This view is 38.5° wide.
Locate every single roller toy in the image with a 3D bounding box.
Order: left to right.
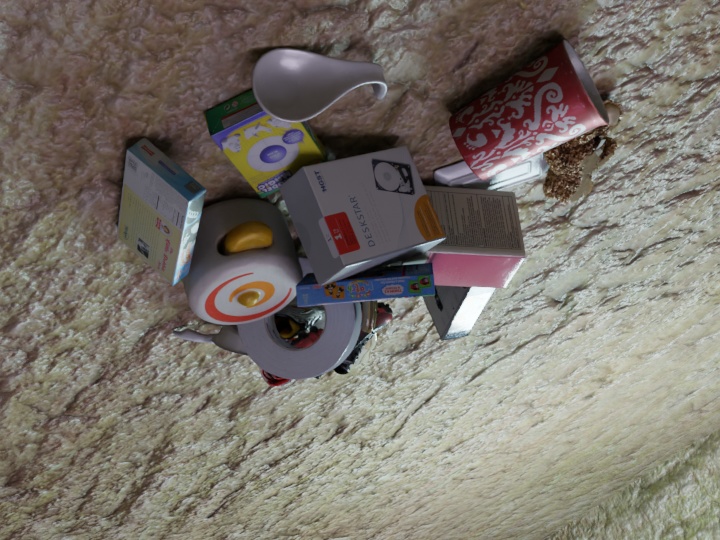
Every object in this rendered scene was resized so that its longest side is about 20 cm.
[{"bbox_3d":[-0.183,-0.008,1.578,0.200,0.140,0.182,-34,148,23],"label":"roller toy"}]

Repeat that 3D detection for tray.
[{"bbox_3d":[0.219,-0.157,1.689,0.199,0.022,0.108,-19,149,-2],"label":"tray"}]

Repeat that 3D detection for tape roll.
[{"bbox_3d":[-0.100,0.078,1.699,0.199,0.201,0.066,-25,175,9],"label":"tape roll"}]

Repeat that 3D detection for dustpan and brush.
[{"bbox_3d":[-0.230,0.119,1.818,0.199,0.140,0.058,19,101,-5],"label":"dustpan and brush"}]

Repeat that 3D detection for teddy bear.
[{"bbox_3d":[0.353,-0.198,1.667,0.145,0.067,0.200,-34,151,-13],"label":"teddy bear"}]

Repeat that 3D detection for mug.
[{"bbox_3d":[0.251,-0.210,1.502,0.199,0.134,0.178,-28,128,21],"label":"mug"}]

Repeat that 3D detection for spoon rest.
[{"bbox_3d":[-0.048,-0.243,1.332,0.199,0.100,0.061,-11,172,-31],"label":"spoon rest"}]

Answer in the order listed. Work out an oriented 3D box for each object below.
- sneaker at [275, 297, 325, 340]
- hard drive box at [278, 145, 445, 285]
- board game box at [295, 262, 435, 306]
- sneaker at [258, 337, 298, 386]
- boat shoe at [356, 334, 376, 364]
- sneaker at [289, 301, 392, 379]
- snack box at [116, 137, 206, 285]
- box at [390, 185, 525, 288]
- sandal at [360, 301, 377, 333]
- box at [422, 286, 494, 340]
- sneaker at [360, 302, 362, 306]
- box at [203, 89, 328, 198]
[{"bbox_3d":[-0.121,0.092,1.823,0.199,0.082,0.078,4,129,-38],"label":"sneaker"},{"bbox_3d":[0.005,-0.082,1.492,0.199,0.157,0.077,-18,171,-38],"label":"hard drive box"},{"bbox_3d":[0.011,0.019,1.541,0.199,0.037,0.151,-4,-174,4],"label":"board game box"},{"bbox_3d":[-0.155,0.169,1.881,0.201,0.068,0.108,-16,-170,47],"label":"sneaker"},{"bbox_3d":[-0.016,0.132,1.971,0.069,0.074,0.200,-17,151,-16],"label":"boat shoe"},{"bbox_3d":[-0.022,0.126,1.802,0.200,0.098,0.071,-24,168,-23],"label":"sneaker"},{"bbox_3d":[-0.280,-0.077,1.435,0.037,0.116,0.200,-42,166,-36],"label":"snack box"},{"bbox_3d":[0.151,-0.053,1.673,0.199,0.128,0.109,3,149,-12],"label":"box"},{"bbox_3d":[0.000,0.000,1.659,0.054,0.201,0.080,0,177,8],"label":"sandal"},{"bbox_3d":[0.179,0.025,1.872,0.060,0.117,0.200,-9,147,-22],"label":"box"},{"bbox_3d":[-0.007,0.020,1.782,0.076,0.084,0.200,-16,150,-4],"label":"sneaker"},{"bbox_3d":[-0.122,-0.174,1.437,0.117,0.049,0.200,-24,152,8],"label":"box"}]
